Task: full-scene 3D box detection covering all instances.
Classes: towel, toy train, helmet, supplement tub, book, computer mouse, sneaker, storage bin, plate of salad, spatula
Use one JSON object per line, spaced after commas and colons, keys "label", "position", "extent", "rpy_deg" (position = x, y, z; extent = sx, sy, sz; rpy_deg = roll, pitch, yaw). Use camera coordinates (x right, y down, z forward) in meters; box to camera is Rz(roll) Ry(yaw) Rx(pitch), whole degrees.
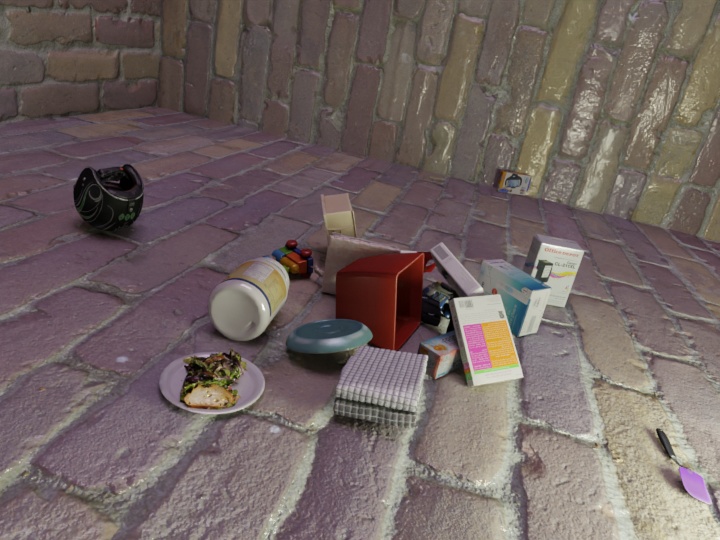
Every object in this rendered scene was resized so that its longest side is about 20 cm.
{"label": "towel", "position": [0.000, 0.000, 1.480], "extent": [0.198, 0.192, 0.032], "rpy_deg": [13, 33, 3]}
{"label": "toy train", "position": [-0.186, -0.007, 1.562], "extent": [0.115, 0.085, 0.199], "rpy_deg": [-22, 39, -36]}
{"label": "helmet", "position": [-0.751, -0.214, 1.629], "extent": [0.199, 0.190, 0.201], "rpy_deg": [29, 40, -27]}
{"label": "supplement tub", "position": [-0.253, 0.059, 1.280], "extent": [0.143, 0.146, 0.200], "rpy_deg": [14, 22, 6]}
{"label": "book", "position": [0.287, 0.159, 1.267], "extent": [0.132, 0.202, 0.048], "rpy_deg": [-3, -18, -24]}
{"label": "computer mouse", "position": [0.182, 0.084, 1.441], "extent": [0.046, 0.142, 0.200], "rpy_deg": [-14, 33, -32]}
{"label": "sneaker", "position": [0.253, 0.097, 1.541], "extent": [0.199, 0.077, 0.086], "rpy_deg": [11, 51, -42]}
{"label": "storage bin", "position": [-0.064, -0.123, 1.740], "extent": [0.093, 0.200, 0.200], "rpy_deg": [-8, 25, -3]}
{"label": "plate of salad", "position": [-0.283, 0.204, 1.054], "extent": [0.198, 0.048, 0.200], "rpy_deg": [9, 23, -4]}
{"label": "spatula", "position": [0.640, 0.383, 1.103], "extent": [0.056, 0.021, 0.200], "rpy_deg": [24, 20, -4]}
{"label": "towel", "position": [0.043, 0.232, 1.097], "extent": [0.164, 0.086, 0.200], "rpy_deg": [7, 17, 10]}

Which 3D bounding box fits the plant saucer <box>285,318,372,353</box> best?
{"label": "plant saucer", "position": [-0.072, 0.143, 1.240], "extent": [0.198, 0.028, 0.200], "rpy_deg": [-4, 11, 1]}

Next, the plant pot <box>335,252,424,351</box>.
{"label": "plant pot", "position": [0.043, 0.064, 1.373], "extent": [0.175, 0.202, 0.200], "rpy_deg": [9, 20, 24]}

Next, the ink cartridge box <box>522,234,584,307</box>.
{"label": "ink cartridge box", "position": [0.604, 0.001, 1.751], "extent": [0.144, 0.202, 0.083], "rpy_deg": [9, 22, -3]}

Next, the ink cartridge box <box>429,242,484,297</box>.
{"label": "ink cartridge box", "position": [0.270, 0.045, 1.444], "extent": [0.045, 0.177, 0.200], "rpy_deg": [-33, 45, 0]}

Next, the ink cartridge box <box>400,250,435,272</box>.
{"label": "ink cartridge box", "position": [0.142, -0.007, 1.578], "extent": [0.174, 0.045, 0.200], "rpy_deg": [1, -18, -5]}

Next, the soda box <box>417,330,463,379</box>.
{"label": "soda box", "position": [0.220, 0.191, 1.302], "extent": [0.199, 0.064, 0.068], "rpy_deg": [-10, 31, -43]}

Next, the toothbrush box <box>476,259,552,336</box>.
{"label": "toothbrush box", "position": [0.426, 0.074, 1.568], "extent": [0.085, 0.148, 0.200], "rpy_deg": [-4, 28, -32]}

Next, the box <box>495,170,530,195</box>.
{"label": "box", "position": [0.901, -0.507, 3.188], "extent": [0.198, 0.120, 0.042], "rpy_deg": [6, 23, -10]}
